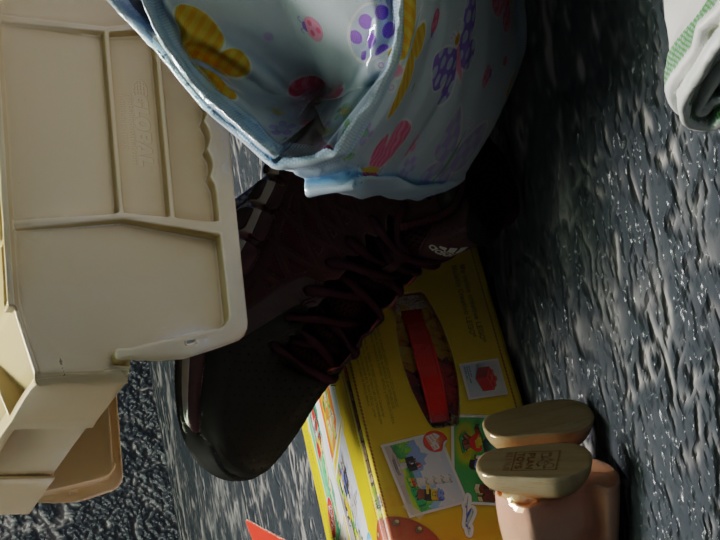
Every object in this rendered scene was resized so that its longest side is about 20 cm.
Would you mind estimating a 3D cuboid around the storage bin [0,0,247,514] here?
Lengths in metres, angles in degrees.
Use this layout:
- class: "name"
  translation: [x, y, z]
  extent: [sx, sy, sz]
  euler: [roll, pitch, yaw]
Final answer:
- class: "storage bin"
  translation: [-0.126, -0.018, 0.914]
  extent: [0.200, 0.094, 0.199]
  euler: [133, 134, -60]

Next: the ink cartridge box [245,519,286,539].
- class: "ink cartridge box"
  translation: [-0.005, 0.210, 0.964]
  extent: [0.200, 0.047, 0.160]
  euler: [18, 129, 63]

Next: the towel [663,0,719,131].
- class: "towel"
  translation: [0.090, -0.157, 0.608]
  extent: [0.149, 0.031, 0.200]
  euler: [111, 150, -68]

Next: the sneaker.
- class: "sneaker"
  translation: [0.000, 0.000, 0.914]
  extent: [0.115, 0.076, 0.200]
  euler: [11, 78, 42]

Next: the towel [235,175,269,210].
- class: "towel"
  translation: [-0.036, 0.003, 1.078]
  extent: [0.024, 0.145, 0.200]
  euler: [43, 160, 24]

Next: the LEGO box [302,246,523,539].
- class: "LEGO box"
  translation: [0.024, 0.081, 1.015]
  extent: [0.149, 0.077, 0.200]
  euler: [97, 162, -54]

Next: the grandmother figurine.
- class: "grandmother figurine"
  translation: [0.078, 0.160, 0.852]
  extent: [0.121, 0.060, 0.200]
  euler: [-54, -39, -63]

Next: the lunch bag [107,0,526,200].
- class: "lunch bag"
  translation: [-0.015, -0.125, 0.805]
  extent: [0.170, 0.127, 0.200]
  euler: [-5, -95, -70]
